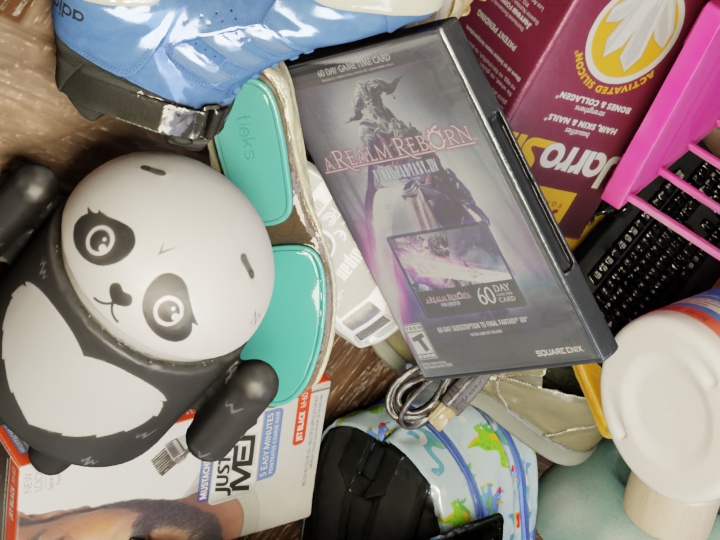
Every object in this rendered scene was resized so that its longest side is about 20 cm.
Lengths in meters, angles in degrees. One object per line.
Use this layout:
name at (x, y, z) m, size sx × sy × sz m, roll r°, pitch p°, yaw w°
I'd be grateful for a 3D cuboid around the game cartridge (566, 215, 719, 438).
game cartridge at (0.199, 0.015, 1.653) m, size 0.200 × 0.177 × 0.032 m, roll -2°, pitch 149°, yaw -36°

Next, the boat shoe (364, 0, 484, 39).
boat shoe at (0.039, -0.163, 1.447) m, size 0.069 × 0.074 × 0.200 m, roll -10°, pitch 130°, yaw -24°

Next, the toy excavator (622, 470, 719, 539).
toy excavator at (0.212, 0.076, 1.691) m, size 0.194 × 0.200 × 0.100 m, roll -11°, pitch 131°, yaw -30°

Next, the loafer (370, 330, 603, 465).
loafer at (0.080, 0.042, 1.619) m, size 0.200 × 0.075 × 0.070 m, roll 31°, pitch 127°, yaw -26°

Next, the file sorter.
file sorter at (0.257, -0.094, 1.563) m, size 0.200 × 0.125 × 0.139 m, roll -37°, pitch 157°, yaw -54°

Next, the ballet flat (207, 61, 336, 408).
ballet flat at (-0.045, -0.025, 1.471) m, size 0.067 × 0.062 × 0.200 m, roll 0°, pitch 109°, yaw 10°

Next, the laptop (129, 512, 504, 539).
laptop at (-0.026, 0.226, 1.611) m, size 0.200 × 0.103 × 0.178 m, roll -17°, pitch 125°, yaw -32°

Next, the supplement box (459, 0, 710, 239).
supplement box at (0.114, -0.127, 1.527) m, size 0.110 × 0.086 × 0.200 m, roll 9°, pitch 119°, yaw -42°

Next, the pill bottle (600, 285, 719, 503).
pill bottle at (0.242, 0.054, 1.552) m, size 0.200 × 0.112 × 0.112 m, roll -19°, pitch 136°, yaw -38°

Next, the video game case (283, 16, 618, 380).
video game case at (0.043, -0.034, 1.453) m, size 0.019 × 0.143 × 0.200 m, roll -40°, pitch 110°, yaw -36°

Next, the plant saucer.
plant saucer at (0.207, 0.141, 1.695) m, size 0.201 × 0.201 × 0.039 m, roll -13°, pitch 121°, yaw -29°

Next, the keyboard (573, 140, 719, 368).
keyboard at (0.174, -0.024, 1.612) m, size 0.040 × 0.104 × 0.200 m, roll -42°, pitch -176°, yaw 44°

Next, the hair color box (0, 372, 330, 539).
hair color box at (-0.122, 0.111, 1.573) m, size 0.200 × 0.064 × 0.111 m, roll -14°, pitch 133°, yaw -26°

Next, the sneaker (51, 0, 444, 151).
sneaker at (-0.059, -0.118, 1.385) m, size 0.200 × 0.077 × 0.111 m, roll -1°, pitch 125°, yaw -14°

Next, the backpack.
backpack at (0.034, 0.166, 1.684) m, size 0.154 × 0.163 × 0.200 m, roll -32°, pitch 132°, yaw -24°

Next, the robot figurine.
robot figurine at (-0.129, 0.026, 1.423) m, size 0.150 × 0.125 × 0.200 m, roll 13°, pitch 140°, yaw -31°

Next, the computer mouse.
computer mouse at (0.000, 0.000, 1.540) m, size 0.200 × 0.044 × 0.110 m, roll 39°, pitch 94°, yaw -15°
